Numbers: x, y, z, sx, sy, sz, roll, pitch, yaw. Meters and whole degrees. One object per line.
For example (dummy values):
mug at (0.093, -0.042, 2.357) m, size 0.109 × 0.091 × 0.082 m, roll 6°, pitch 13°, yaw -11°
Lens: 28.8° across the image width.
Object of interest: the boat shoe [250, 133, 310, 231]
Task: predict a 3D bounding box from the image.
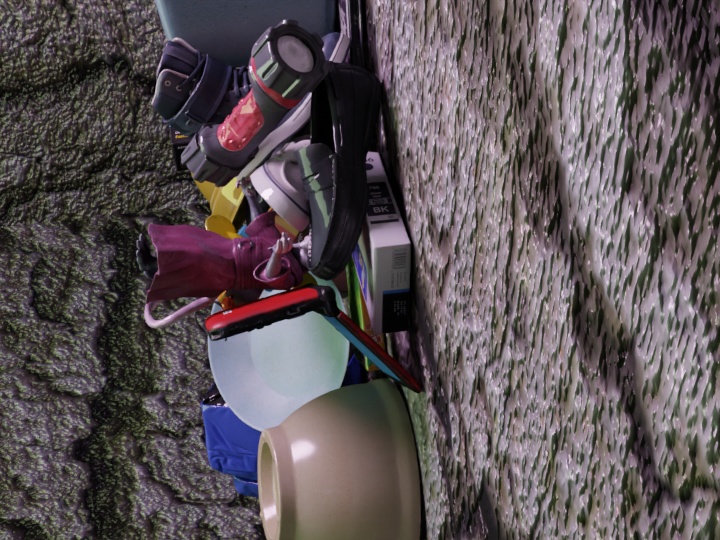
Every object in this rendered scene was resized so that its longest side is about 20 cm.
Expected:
boat shoe at (-0.054, -0.093, 1.358) m, size 0.072 × 0.066 × 0.200 m, roll 44°, pitch -168°, yaw -4°

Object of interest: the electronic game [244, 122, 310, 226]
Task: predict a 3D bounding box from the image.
electronic game at (-0.077, -0.128, 1.599) m, size 0.202 × 0.041 × 0.200 m, roll -62°, pitch 0°, yaw 1°

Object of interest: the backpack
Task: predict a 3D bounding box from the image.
backpack at (-0.086, 0.165, 1.673) m, size 0.200 × 0.160 × 0.170 m, roll -58°, pitch -29°, yaw -54°

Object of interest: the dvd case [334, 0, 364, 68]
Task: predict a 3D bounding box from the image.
dvd case at (-0.017, -0.254, 1.443) m, size 0.200 × 0.016 × 0.151 m, roll -117°, pitch 23°, yaw -73°

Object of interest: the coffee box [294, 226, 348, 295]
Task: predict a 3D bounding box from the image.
coffee box at (-0.049, -0.023, 1.655) m, size 0.200 × 0.079 × 0.115 m, roll 151°, pitch 112°, yaw -82°

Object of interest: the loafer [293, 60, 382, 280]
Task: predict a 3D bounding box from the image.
loafer at (-0.029, -0.092, 1.267) m, size 0.068 × 0.070 × 0.203 m, roll -19°, pitch 60°, yaw 60°

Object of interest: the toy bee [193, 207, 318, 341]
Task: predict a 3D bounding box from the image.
toy bee at (-0.107, 0.007, 1.465) m, size 0.109 × 0.129 × 0.202 m, roll -87°, pitch 9°, yaw -69°

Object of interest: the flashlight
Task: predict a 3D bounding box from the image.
flashlight at (-0.104, -0.148, 1.289) m, size 0.068 × 0.068 × 0.200 m, roll 49°, pitch 136°, yaw -1°

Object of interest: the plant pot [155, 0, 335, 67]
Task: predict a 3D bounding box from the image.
plant pot at (-0.122, -0.278, 1.482) m, size 0.197 × 0.193 × 0.203 m, roll -116°, pitch 16°, yaw -71°

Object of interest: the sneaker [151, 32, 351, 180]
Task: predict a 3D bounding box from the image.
sneaker at (-0.115, -0.190, 1.364) m, size 0.202 × 0.146 × 0.077 m, roll -40°, pitch 23°, yaw 33°

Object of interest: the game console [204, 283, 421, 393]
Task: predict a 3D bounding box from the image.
game console at (-0.051, 0.078, 1.329) m, size 0.200 × 0.170 × 0.120 m, roll 178°, pitch 75°, yaw -83°

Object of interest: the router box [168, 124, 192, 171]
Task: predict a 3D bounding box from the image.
router box at (-0.153, -0.206, 1.842) m, size 0.150 × 0.197 × 0.051 m, roll -104°, pitch 8°, yaw -46°

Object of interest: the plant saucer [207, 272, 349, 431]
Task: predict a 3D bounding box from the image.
plant saucer at (-0.081, 0.076, 1.535) m, size 0.038 × 0.199 × 0.204 m, roll 3°, pitch -103°, yaw -53°

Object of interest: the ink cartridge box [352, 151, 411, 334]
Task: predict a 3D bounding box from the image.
ink cartridge box at (0.012, -0.039, 1.326) m, size 0.201 × 0.039 × 0.100 m, roll -108°, pitch 14°, yaw -52°

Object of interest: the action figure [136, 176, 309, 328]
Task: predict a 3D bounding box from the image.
action figure at (-0.117, 0.000, 1.363) m, size 0.134 × 0.197 × 0.151 m, roll -99°, pitch 11°, yaw -60°

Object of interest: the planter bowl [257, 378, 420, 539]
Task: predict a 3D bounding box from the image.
planter bowl at (-0.031, 0.215, 1.409) m, size 0.200 × 0.133 × 0.203 m, roll 176°, pitch 90°, yaw -76°

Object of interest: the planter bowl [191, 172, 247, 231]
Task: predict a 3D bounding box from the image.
planter bowl at (-0.140, -0.141, 1.611) m, size 0.202 × 0.083 × 0.200 m, roll -61°, pitch 0°, yaw 1°

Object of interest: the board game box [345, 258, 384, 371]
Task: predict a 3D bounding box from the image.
board game box at (0.000, 0.000, 1.500) m, size 0.096 × 0.030 × 0.203 m, roll -148°, pitch 49°, yaw -80°
